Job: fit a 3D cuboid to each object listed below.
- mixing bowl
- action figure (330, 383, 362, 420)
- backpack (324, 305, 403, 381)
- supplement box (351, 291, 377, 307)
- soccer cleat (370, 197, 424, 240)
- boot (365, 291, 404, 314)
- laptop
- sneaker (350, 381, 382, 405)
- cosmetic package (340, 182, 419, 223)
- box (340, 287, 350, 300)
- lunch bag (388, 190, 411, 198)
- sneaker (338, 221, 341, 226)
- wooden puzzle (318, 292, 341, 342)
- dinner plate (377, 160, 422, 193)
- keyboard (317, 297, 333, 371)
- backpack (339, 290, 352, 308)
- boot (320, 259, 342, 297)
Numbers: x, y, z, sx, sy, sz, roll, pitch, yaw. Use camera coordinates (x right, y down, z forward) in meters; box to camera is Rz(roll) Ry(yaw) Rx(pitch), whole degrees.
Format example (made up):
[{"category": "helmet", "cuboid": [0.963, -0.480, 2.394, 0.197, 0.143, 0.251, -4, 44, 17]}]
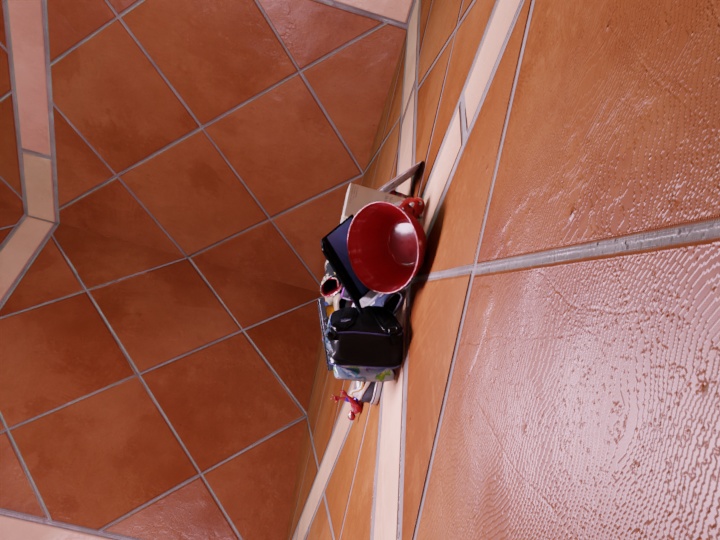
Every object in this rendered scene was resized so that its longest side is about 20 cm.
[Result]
[{"category": "mixing bowl", "cuboid": [0.077, -0.056, 1.502, 0.107, 0.198, 0.204, -11, -56, -51]}, {"category": "action figure", "cuboid": [-0.025, 0.324, 1.887, 0.065, 0.096, 0.205, -117, 38, -82]}, {"category": "backpack", "cuboid": [0.004, 0.167, 1.539, 0.200, 0.178, 0.151, -106, 18, -74]}, {"category": "supplement box", "cuboid": [0.025, 0.116, 1.840, 0.103, 0.101, 0.203, -81, 6, -47]}, {"category": "soccer cleat", "cuboid": [0.072, -0.137, 1.626, 0.085, 0.197, 0.070, 33, 141, 44]}, {"category": "boot", "cuboid": [0.031, 0.122, 1.670, 0.202, 0.072, 0.090, -53, 9, -1]}, {"category": "laptop", "cuboid": [-0.009, -0.019, 1.562, 0.102, 0.179, 0.200, -32, 12, 2]}, {"category": "sneaker", "cuboid": [0.027, 0.230, 1.683, 0.079, 0.077, 0.205, 122, 163, -73]}, {"category": "cosmetic package", "cuboid": [0.052, -0.140, 1.703, 0.073, 0.195, 0.106, 115, 167, -63]}, {"category": "box", "cuboid": [0.000, 0.000, 1.754, 0.200, 0.035, 0.146, 149, 139, -76]}, {"category": "lunch bag", "cuboid": [0.090, -0.121, 1.907, 0.176, 0.080, 0.205, 144, 140, -74]}, {"category": "sneaker", "cuboid": [0.008, -0.128, 1.805, 0.113, 0.077, 0.202, -25, 21, 17]}, {"category": "wooden puzzle", "cuboid": [-0.090, 0.155, 1.952, 0.185, 0.045, 0.206, -142, 51, -74]}, {"category": "dinner plate", "cuboid": [0.096, -0.247, 1.882, 0.198, 0.025, 0.200, -35, 6, 4]}, {"category": "keyboard", "cuboid": [-0.098, 0.180, 1.869, 0.127, 0.020, 0.205, 139, 122, -75]}, {"category": "backpack", "cuboid": [-0.010, 0.070, 2.019, 0.200, 0.149, 0.180, -108, 32, -77]}, {"category": "boot", "cuboid": [-0.040, -0.024, 1.903, 0.203, 0.073, 0.155, -45, 18, 29]}]
